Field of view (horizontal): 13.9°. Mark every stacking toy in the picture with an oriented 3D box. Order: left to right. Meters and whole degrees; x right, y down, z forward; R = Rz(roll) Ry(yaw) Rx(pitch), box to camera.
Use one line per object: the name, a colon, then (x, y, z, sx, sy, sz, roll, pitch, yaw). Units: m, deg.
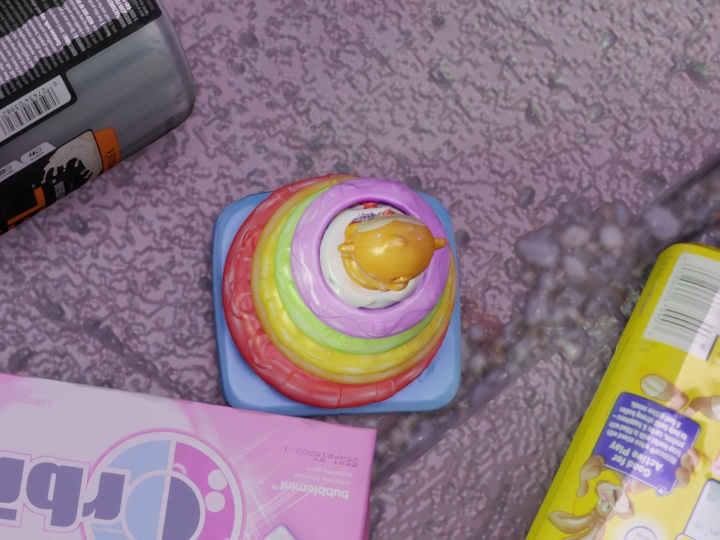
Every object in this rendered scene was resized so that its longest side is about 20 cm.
stacking toy: (0.000, 0.000, 1.288, 0.116, 0.200, 0.110, -2, 82, -8)

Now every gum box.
gum box: (-0.090, 0.117, 1.324, 0.200, 0.066, 0.114, 9, 79, -6)

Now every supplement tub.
supplement tub: (-0.184, -0.072, 1.311, 0.200, 0.123, 0.123, -32, 87, -11)

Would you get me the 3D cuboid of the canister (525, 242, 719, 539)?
canister: (0.161, 0.106, 1.354, 0.148, 0.087, 0.200, 27, 77, -4)
